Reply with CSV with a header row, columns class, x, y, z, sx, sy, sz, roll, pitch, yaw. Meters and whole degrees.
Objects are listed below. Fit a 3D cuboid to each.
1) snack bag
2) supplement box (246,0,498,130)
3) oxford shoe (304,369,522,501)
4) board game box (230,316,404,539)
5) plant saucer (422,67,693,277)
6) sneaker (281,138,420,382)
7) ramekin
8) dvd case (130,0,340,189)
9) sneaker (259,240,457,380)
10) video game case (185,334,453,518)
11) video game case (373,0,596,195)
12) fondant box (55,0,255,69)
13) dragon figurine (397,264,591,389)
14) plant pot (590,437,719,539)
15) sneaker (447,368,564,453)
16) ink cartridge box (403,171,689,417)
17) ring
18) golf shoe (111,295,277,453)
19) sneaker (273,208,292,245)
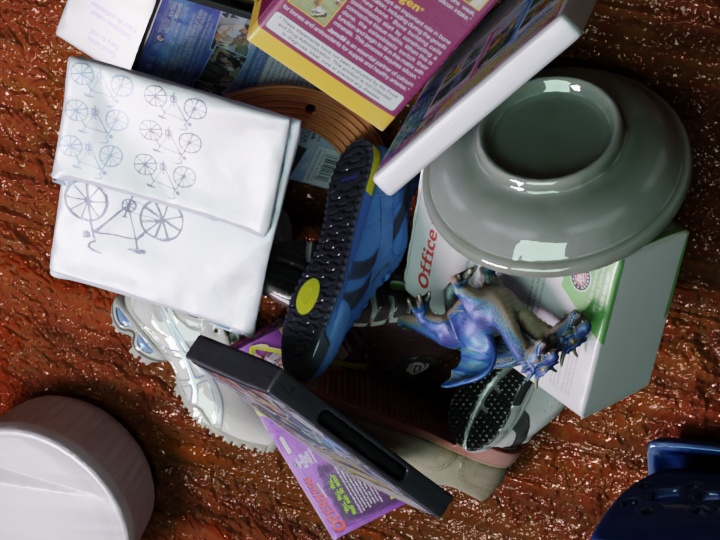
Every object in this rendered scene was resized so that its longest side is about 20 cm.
class,x,y,z,sx,sy,sz,roll,pitch,yaw
snack bag,-0.154,-0.054,1.458,0.187,0.021,0.201,17,117,4
supplement box,0.026,-0.224,1.342,0.130,0.104,0.200,33,122,-18
oxford shoe,0.035,0.145,1.588,0.198,0.071,0.074,22,115,-5
board game box,-0.021,0.127,1.631,0.119,0.032,0.201,-28,107,5
plant saucer,0.139,-0.086,1.344,0.198,0.201,0.050,7,144,20
sneaker,0.000,0.000,1.455,0.078,0.202,0.066,29,162,-33
ramekin,-0.289,0.212,1.791,0.201,0.094,0.204,12,124,18
dvd case,-0.082,-0.143,1.471,0.198,0.018,0.143,15,128,-16
sneaker,-0.001,0.046,1.544,0.198,0.076,0.116,11,136,-10
video game case,-0.037,0.123,1.491,0.180,0.026,0.200,39,170,-22
video game case,0.102,-0.157,1.329,0.024,0.182,0.200,43,127,-11
fondant box,-0.140,-0.235,1.470,0.144,0.058,0.201,32,128,2
dragon figurine,0.087,0.052,1.389,0.200,0.059,0.100,-29,83,51
plant pot,0.303,0.250,1.490,0.198,0.180,0.202,3,122,23
sneaker,0.154,0.069,1.527,0.200,0.080,0.074,-50,55,25
ink cartridge box,0.136,-0.008,1.419,0.200,0.084,0.147,37,131,35
ring,-0.073,-0.065,1.501,0.198,0.019,0.202,-7,126,-9
golf shoe,-0.126,0.074,1.647,0.200,0.078,0.097,44,121,-7
sneaker,-0.153,-0.064,1.574,0.200,0.076,0.080,44,133,-6
